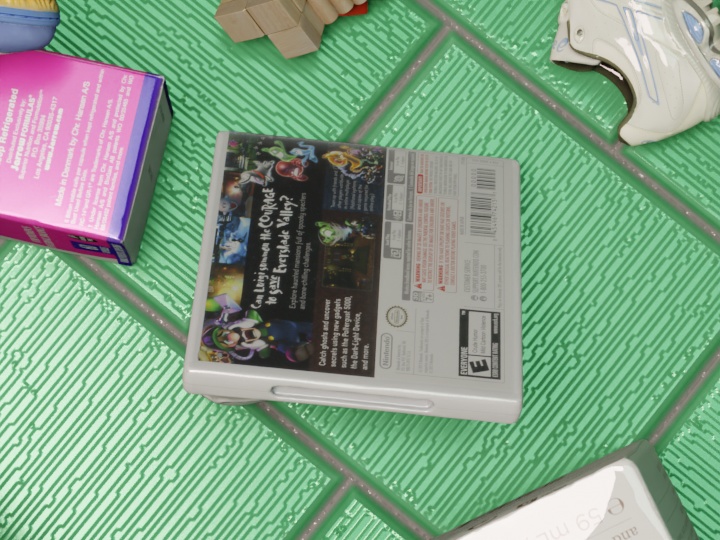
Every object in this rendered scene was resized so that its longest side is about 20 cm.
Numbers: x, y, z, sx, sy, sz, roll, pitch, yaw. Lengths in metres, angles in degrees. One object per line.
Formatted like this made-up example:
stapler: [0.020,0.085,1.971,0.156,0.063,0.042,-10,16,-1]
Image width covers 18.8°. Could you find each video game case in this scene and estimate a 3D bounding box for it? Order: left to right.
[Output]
video game case: [0.000,0.000,1.222,0.182,0.023,0.200,6,44,-2]

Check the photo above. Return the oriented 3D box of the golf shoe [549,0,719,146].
golf shoe: [0.143,-0.167,1.284,0.097,0.078,0.200,-33,80,6]

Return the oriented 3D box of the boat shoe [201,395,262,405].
boat shoe: [-0.004,0.030,1.254,0.200,0.066,0.072,-11,83,-4]

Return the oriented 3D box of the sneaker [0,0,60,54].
sneaker: [-0.257,-0.107,1.164,0.200,0.075,0.088,-5,95,4]

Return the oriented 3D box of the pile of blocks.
pile of blocks: [0.004,-0.197,1.295,0.200,0.082,0.062,-37,129,3]

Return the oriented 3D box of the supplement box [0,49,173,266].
supplement box: [-0.217,-0.077,1.240,0.200,0.101,0.103,13,83,0]

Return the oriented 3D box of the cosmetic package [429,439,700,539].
cosmetic package: [0.122,0.217,1.171,0.167,0.166,0.200,-27,85,8]
